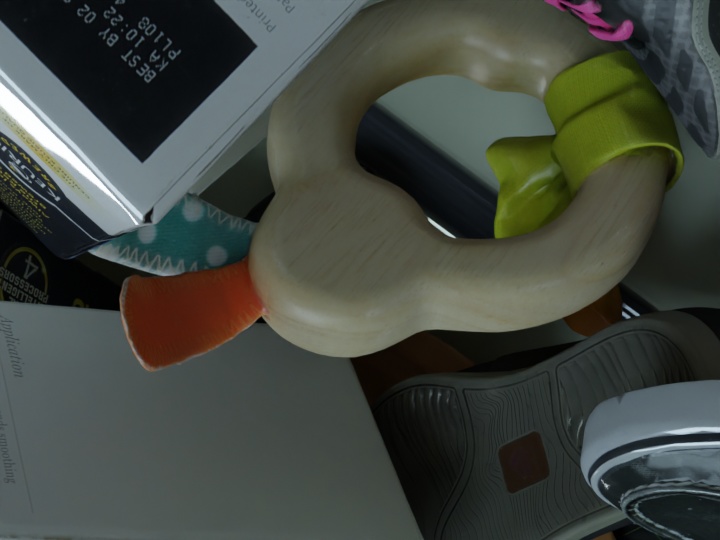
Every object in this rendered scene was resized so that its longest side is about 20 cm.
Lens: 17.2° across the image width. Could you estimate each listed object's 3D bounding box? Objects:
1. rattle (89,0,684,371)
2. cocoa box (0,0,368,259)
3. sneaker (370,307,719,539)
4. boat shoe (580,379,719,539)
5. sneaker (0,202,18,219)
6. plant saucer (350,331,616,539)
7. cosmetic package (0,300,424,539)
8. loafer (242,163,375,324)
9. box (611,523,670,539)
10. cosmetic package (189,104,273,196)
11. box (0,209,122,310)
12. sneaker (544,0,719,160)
[{"bbox_3d":[0.000,0.000,0.768,0.130,0.200,0.143,51,156,7],"label":"rattle"},{"bbox_3d":[-0.093,-0.119,0.623,0.200,0.133,0.131,46,166,-8],"label":"cocoa box"},{"bbox_3d":[0.087,0.059,0.805,0.200,0.106,0.075,-21,78,52],"label":"sneaker"},{"bbox_3d":[0.155,0.085,0.655,0.199,0.068,0.074,15,152,5],"label":"boat shoe"},{"bbox_3d":[-0.140,-0.093,0.865,0.111,0.077,0.200,22,142,24],"label":"sneaker"},{"bbox_3d":[0.018,0.102,0.941,0.200,0.037,0.200,31,143,26],"label":"plant saucer"},{"bbox_3d":[-0.111,0.122,0.811,0.200,0.123,0.200,7,126,-23],"label":"cosmetic package"},{"bbox_3d":[-0.057,0.038,0.896,0.068,0.070,0.201,39,115,-11],"label":"loafer"},{"bbox_3d":[0.205,0.126,0.868,0.200,0.048,0.193,44,141,-9],"label":"box"},{"bbox_3d":[-0.098,-0.129,0.777,0.103,0.087,0.200,15,142,59],"label":"cosmetic package"},{"bbox_3d":[-0.181,0.020,0.975,0.200,0.049,0.161,3,161,31],"label":"box"},{"bbox_3d":[0.050,-0.103,0.708,0.200,0.087,0.074,53,178,-13],"label":"sneaker"}]
